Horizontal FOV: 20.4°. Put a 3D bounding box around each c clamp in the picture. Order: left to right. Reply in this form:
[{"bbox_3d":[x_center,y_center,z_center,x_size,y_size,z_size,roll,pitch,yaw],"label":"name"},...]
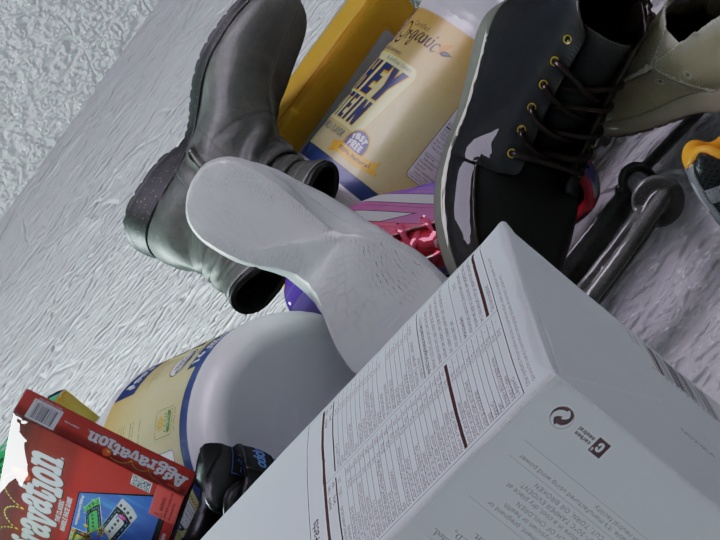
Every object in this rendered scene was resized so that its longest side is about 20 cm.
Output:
[{"bbox_3d":[0.140,-0.026,1.095,0.171,0.027,0.200,-50,3,13],"label":"c clamp"}]

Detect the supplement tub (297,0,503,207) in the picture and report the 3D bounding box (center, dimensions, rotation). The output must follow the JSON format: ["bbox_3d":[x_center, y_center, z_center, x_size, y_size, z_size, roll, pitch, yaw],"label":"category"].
[{"bbox_3d":[0.066,-0.092,1.281,0.200,0.144,0.144,-51,17,1],"label":"supplement tub"}]

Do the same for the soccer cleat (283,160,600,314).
[{"bbox_3d":[0.047,-0.020,1.174,0.200,0.067,0.076,-23,12,0],"label":"soccer cleat"}]

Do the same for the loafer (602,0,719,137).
[{"bbox_3d":[0.183,-0.123,1.109,0.076,0.068,0.200,-31,15,-34],"label":"loafer"}]

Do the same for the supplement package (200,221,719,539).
[{"bbox_3d":[0.062,0.132,0.752,0.200,0.191,0.147,-46,17,14],"label":"supplement package"}]

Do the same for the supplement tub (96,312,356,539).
[{"bbox_3d":[-0.074,0.113,1.192,0.200,0.144,0.145,-25,31,55],"label":"supplement tub"}]

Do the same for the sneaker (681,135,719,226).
[{"bbox_3d":[0.237,-0.092,0.959,0.200,0.077,0.078,-50,15,0],"label":"sneaker"}]

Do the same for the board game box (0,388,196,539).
[{"bbox_3d":[-0.157,0.144,1.130,0.019,0.103,0.200,-61,-4,-36],"label":"board game box"}]

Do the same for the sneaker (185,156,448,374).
[{"bbox_3d":[0.000,0.000,1.118,0.075,0.200,0.088,-55,-14,14],"label":"sneaker"}]

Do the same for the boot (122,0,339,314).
[{"bbox_3d":[-0.055,-0.075,1.240,0.131,0.068,0.200,23,85,43],"label":"boot"}]

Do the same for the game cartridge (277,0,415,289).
[{"bbox_3d":[0.001,-0.073,1.373,0.032,0.176,0.200,17,68,43],"label":"game cartridge"}]

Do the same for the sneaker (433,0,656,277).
[{"bbox_3d":[0.100,-0.074,1.081,0.106,0.075,0.200,-28,51,58],"label":"sneaker"}]

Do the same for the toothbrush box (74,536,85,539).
[{"bbox_3d":[-0.160,0.275,1.106,0.086,0.146,0.200,-31,25,47],"label":"toothbrush box"}]

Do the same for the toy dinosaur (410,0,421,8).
[{"bbox_3d":[0.082,-0.163,1.488,0.200,0.102,0.136,-28,38,4],"label":"toy dinosaur"}]

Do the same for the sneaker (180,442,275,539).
[{"bbox_3d":[-0.023,0.110,1.029,0.200,0.111,0.077,-50,14,1],"label":"sneaker"}]

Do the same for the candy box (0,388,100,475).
[{"bbox_3d":[-0.188,0.207,1.275,0.077,0.169,0.200,-23,33,54],"label":"candy box"}]
